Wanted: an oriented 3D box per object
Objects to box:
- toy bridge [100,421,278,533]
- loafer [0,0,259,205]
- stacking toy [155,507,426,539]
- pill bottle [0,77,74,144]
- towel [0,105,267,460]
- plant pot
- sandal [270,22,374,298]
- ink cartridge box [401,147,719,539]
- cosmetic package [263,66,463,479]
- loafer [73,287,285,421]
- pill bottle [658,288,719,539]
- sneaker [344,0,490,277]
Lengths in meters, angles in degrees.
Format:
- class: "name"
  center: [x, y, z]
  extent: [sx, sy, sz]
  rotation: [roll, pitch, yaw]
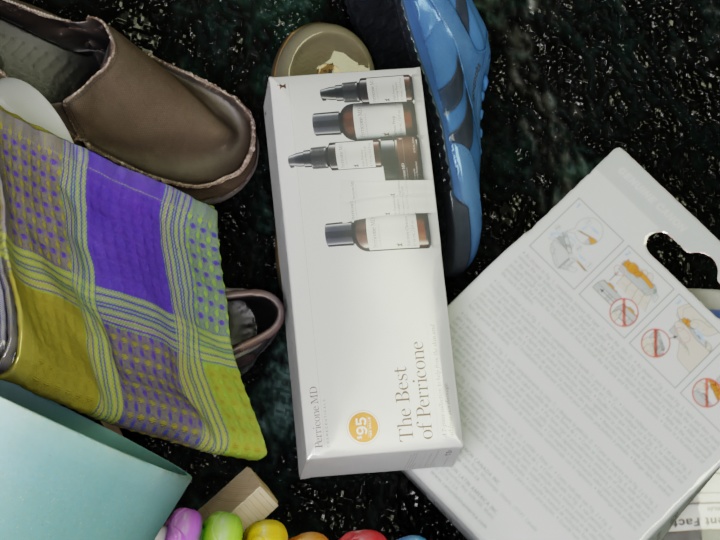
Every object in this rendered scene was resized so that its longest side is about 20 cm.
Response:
- class: "toy bridge"
  center: [-0.072, 0.128, 1.265]
  extent: [0.067, 0.027, 0.200]
  rotation: [-41, 117, -2]
- class: "loafer"
  center: [-0.135, -0.087, 1.296]
  extent: [0.199, 0.071, 0.074]
  rotation: [17, 67, -24]
- class: "stacking toy"
  center: [-0.072, 0.152, 1.211]
  extent: [0.199, 0.110, 0.117]
  rotation: [22, 76, -8]
- class: "pill bottle"
  center: [-0.232, -0.017, 1.194]
  extent: [0.199, 0.112, 0.113]
  rotation: [-27, 89, -33]
- class: "towel"
  center: [-0.114, 0.006, 1.179]
  extent: [0.200, 0.023, 0.145]
  rotation: [29, 44, -52]
- class: "plant pot"
  center: [-0.193, 0.115, 1.057]
  extent: [0.200, 0.200, 0.162]
  rotation: [27, 86, -20]
- class: "sandal"
  center: [-0.004, -0.038, 1.363]
  extent: [0.080, 0.054, 0.202]
  rotation: [-4, 83, -30]
- class: "ink cartridge box"
  center: [0.118, 0.061, 1.326]
  extent: [0.200, 0.047, 0.160]
  rotation: [-44, 75, -7]
- class: "cosmetic package"
  center: [0.000, 0.000, 1.298]
  extent: [0.082, 0.051, 0.202]
  rotation: [-5, 75, -5]
- class: "loafer"
  center: [-0.128, 0.040, 1.265]
  extent: [0.199, 0.063, 0.072]
  rotation: [-14, 83, -32]
- class: "pill bottle"
  center: [0.173, 0.120, 1.383]
  extent: [0.113, 0.114, 0.202]
  rotation: [6, 72, -28]
- class: "sneaker"
  center: [0.049, -0.097, 1.409]
  extent: [0.078, 0.066, 0.202]
  rotation: [-4, 77, -34]
